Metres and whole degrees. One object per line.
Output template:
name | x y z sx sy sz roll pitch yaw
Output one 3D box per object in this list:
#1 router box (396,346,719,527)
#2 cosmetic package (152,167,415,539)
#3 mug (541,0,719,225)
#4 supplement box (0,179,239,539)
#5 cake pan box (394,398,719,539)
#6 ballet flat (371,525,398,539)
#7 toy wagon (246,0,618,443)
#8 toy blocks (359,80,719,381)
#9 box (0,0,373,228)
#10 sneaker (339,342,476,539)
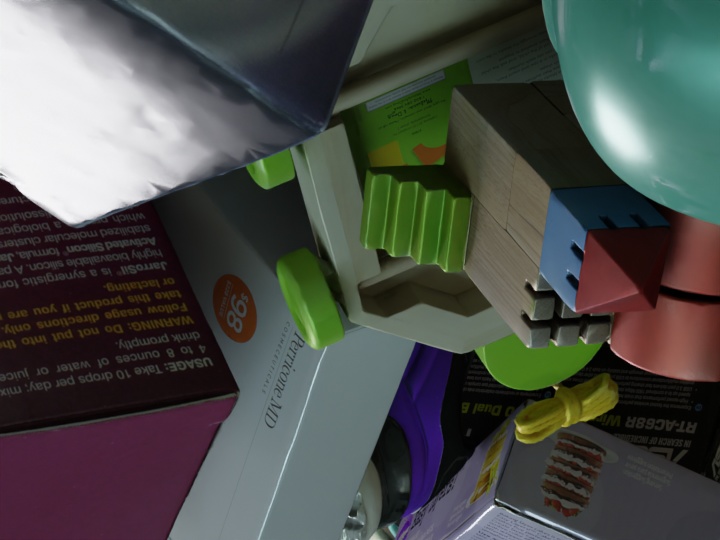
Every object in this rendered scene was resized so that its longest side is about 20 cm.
router box | 0.100 0.093 1.059 0.199 0.062 0.150 2 150 37
cosmetic package | -0.062 0.041 0.904 0.151 0.052 0.201 45 135 29
mug | 0.116 -0.100 0.609 0.114 0.186 0.152 13 180 23
supplement box | -0.137 0.011 0.850 0.103 0.200 0.131 -7 143 -31
cake pan box | 0.121 0.137 0.994 0.199 0.052 0.184 24 158 -4
ballet flat | 0.031 0.132 1.265 0.062 0.067 0.200 39 164 32
toy wagon | 0.044 -0.028 0.776 0.040 0.155 0.201 -122 13 -48
toy blocks | 0.117 -0.007 0.700 0.199 0.100 0.137 -3 -153 -19
box | -0.081 -0.151 0.568 0.198 0.201 0.123 33 153 -28
sneaker | 0.000 0.000 0.936 0.069 0.099 0.201 8 114 51
